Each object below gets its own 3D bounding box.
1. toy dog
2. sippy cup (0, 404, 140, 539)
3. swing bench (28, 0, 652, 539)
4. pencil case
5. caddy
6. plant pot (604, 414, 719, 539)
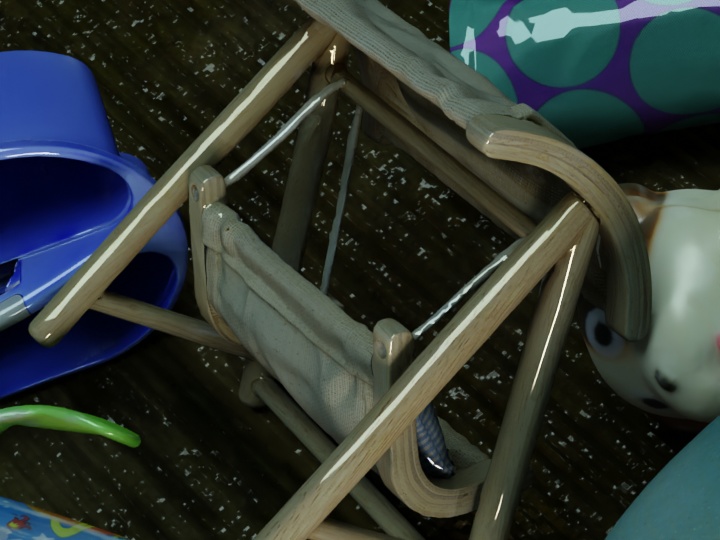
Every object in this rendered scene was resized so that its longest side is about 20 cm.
[{"bbox_3d":[0.179,-0.014,1.074,0.199,0.140,0.194,-27,35,2],"label":"toy dog"},{"bbox_3d":[-0.127,0.155,1.085,0.130,0.179,0.140,9,29,16],"label":"sippy cup"},{"bbox_3d":[0.000,0.000,1.075,0.199,0.129,0.201,43,108,48],"label":"swing bench"},{"bbox_3d":[0.134,-0.102,1.193,0.199,0.085,0.092,-10,11,16],"label":"pencil case"},{"bbox_3d":[-0.176,-0.007,1.218,0.199,0.142,0.105,-20,43,9],"label":"caddy"},{"bbox_3d":[0.151,0.146,0.932,0.188,0.200,0.200,-38,47,12],"label":"plant pot"}]
